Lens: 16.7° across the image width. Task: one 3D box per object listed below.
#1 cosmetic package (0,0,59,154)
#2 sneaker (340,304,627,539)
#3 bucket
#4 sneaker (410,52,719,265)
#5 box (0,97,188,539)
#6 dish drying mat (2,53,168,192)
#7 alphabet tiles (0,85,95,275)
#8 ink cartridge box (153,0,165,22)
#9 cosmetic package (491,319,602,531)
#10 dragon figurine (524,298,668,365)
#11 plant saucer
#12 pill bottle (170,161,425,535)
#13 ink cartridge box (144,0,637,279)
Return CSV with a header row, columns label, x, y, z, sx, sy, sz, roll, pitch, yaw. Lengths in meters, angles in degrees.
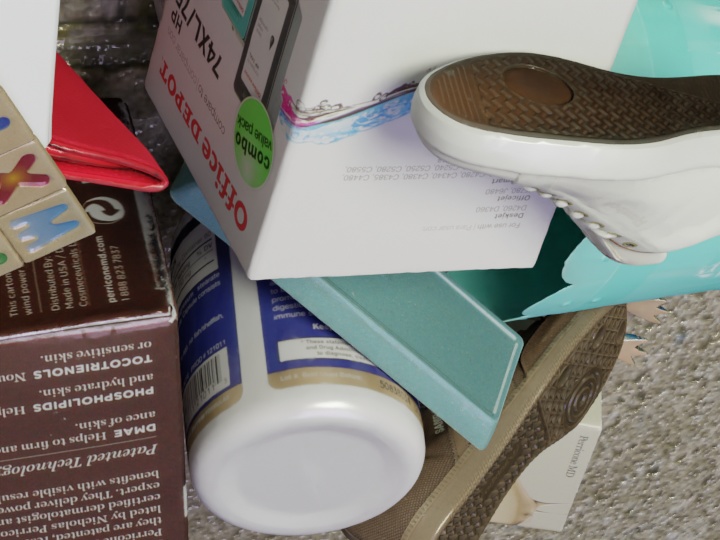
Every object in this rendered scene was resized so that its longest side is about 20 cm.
label,x,y,z,sx,sy,sz,roll,pitch,yaw
cosmetic package,-0.196,-0.179,0.967,0.123,0.200,0.200,-7,132,-21
sneaker,0.060,0.068,1.259,0.200,0.075,0.071,-47,150,-29
bucket,0.121,-0.075,1.228,0.134,0.207,0.208,-3,131,-27
sneaker,0.099,-0.036,1.007,0.199,0.073,0.085,3,125,-34
box,-0.177,0.048,1.199,0.164,0.166,0.200,-9,134,-9
dish drying mat,-0.154,-0.085,1.078,0.077,0.200,0.018,9,110,-31
alphabet tiles,-0.213,-0.037,0.944,0.167,0.008,0.200,-23,144,3
ink cartridge box,-0.032,-0.186,1.127,0.144,0.084,0.200,-20,136,-10
cosmetic package,0.026,0.075,1.349,0.199,0.073,0.104,9,138,-4
dragon figurine,0.118,-0.007,1.385,0.199,0.100,0.059,11,128,-10
plant saucer,0.000,0.000,1.151,0.200,0.070,0.019,40,136,-19
pill bottle,-0.036,0.021,1.221,0.115,0.200,0.116,-5,143,-4
ink cartridge box,0.015,-0.118,1.045,0.146,0.147,0.200,-3,131,-27
